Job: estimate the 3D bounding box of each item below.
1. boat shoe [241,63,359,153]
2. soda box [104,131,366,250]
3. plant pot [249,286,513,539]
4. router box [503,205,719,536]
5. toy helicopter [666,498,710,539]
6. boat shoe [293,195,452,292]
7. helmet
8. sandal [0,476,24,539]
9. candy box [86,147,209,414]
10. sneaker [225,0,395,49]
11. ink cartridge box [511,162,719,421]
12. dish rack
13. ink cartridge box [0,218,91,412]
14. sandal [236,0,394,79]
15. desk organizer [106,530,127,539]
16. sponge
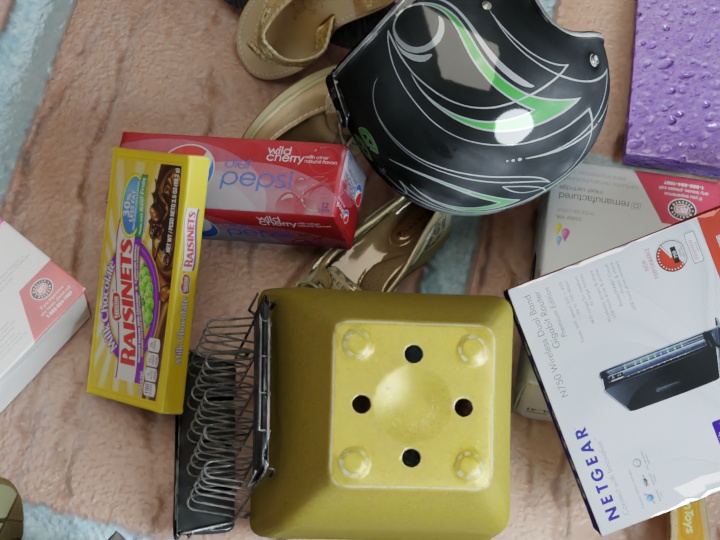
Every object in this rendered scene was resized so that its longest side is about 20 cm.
[{"bbox_3d":[-0.009,-0.136,1.552,0.200,0.071,0.065,-31,71,-15],"label":"boat shoe"},{"bbox_3d":[-0.101,-0.065,1.499,0.200,0.063,0.070,4,66,17],"label":"soda box"},{"bbox_3d":[0.025,0.102,1.356,0.194,0.200,0.196,3,82,-7],"label":"plant pot"},{"bbox_3d":[0.227,0.076,1.389,0.179,0.049,0.200,-22,89,-1],"label":"router box"},{"bbox_3d":[0.263,0.221,1.414,0.132,0.079,0.200,1,64,-2],"label":"toy helicopter"},{"bbox_3d":[0.000,0.000,1.502,0.073,0.063,0.200,36,72,12],"label":"boat shoe"},{"bbox_3d":[0.092,-0.138,1.435,0.191,0.200,0.200,44,72,-4],"label":"helmet"},{"bbox_3d":[-0.315,0.248,1.394,0.054,0.080,0.200,9,71,25],"label":"sandal"},{"bbox_3d":[-0.168,0.006,1.443,0.026,0.102,0.200,4,93,-42],"label":"candy box"},{"bbox_3d":[-0.032,-0.248,1.573,0.200,0.070,0.082,26,45,29],"label":"sneaker"},{"bbox_3d":[0.210,0.023,1.488,0.147,0.086,0.200,8,66,1],"label":"ink cartridge box"},{"bbox_3d":[-0.102,0.109,1.386,0.054,0.200,0.154,3,67,-13],"label":"dish rack"},{"bbox_3d":[-0.331,0.006,1.488,0.200,0.068,0.117,39,72,11],"label":"ink cartridge box"},{"bbox_3d":[-0.052,-0.204,1.505,0.078,0.212,0.070,57,44,-9],"label":"sandal"},{"bbox_3d":[-0.226,0.296,1.367,0.072,0.077,0.200,42,73,14],"label":"desk organizer"},{"bbox_3d":[0.291,-0.177,1.601,0.111,0.030,0.200,7,68,1],"label":"sponge"}]
